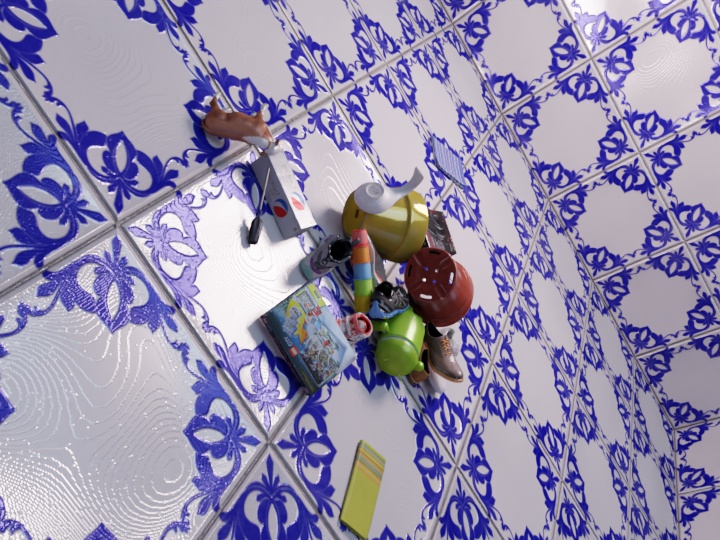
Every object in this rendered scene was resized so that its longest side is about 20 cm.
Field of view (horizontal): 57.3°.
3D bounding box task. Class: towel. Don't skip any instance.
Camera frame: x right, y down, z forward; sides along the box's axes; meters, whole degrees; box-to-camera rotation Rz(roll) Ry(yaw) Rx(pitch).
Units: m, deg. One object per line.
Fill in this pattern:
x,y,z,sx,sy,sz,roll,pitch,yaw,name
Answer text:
0.005,0.481,1.456,0.086,0.018,0.203,44,39,-21,towel
0.341,-0.415,2.530,0.198,0.023,0.149,29,46,-42,towel

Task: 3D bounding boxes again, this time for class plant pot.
0.206,0.036,1.813,0.195,0.195,0.207,46,29,-68,plant pot
0.057,-0.136,1.795,0.184,0.200,0.207,11,58,-33,plant pot

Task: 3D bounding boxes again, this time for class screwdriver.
-0.224,-0.150,1.504,0.029,0.027,0.205,31,58,-33,screwdriver

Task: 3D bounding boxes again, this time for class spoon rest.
0.074,-0.205,1.713,0.196,0.061,0.101,-24,62,-19,spoon rest

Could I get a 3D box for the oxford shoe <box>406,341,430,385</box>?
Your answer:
0.153,0.204,1.803,0.070,0.070,0.206,15,55,-47,oxford shoe

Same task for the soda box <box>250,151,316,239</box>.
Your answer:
-0.185,-0.183,1.583,0.068,0.063,0.205,-23,87,-57,soda box

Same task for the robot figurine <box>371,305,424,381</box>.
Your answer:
0.102,0.185,1.699,0.176,0.114,0.202,48,36,-21,robot figurine

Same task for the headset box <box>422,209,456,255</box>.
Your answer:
0.211,-0.112,2.091,0.198,0.076,0.153,3,67,-56,headset box

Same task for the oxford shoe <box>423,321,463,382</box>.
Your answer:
0.220,0.221,1.787,0.070,0.075,0.201,-4,37,-33,oxford shoe

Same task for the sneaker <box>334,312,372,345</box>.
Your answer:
-0.057,0.130,1.514,0.199,0.106,0.069,16,55,-49,sneaker

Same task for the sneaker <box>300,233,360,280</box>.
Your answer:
-0.050,-0.054,1.617,0.079,0.138,0.201,54,34,-12,sneaker

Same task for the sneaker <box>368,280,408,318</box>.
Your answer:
0.077,0.067,1.674,0.199,0.069,0.086,-20,115,-66,sneaker

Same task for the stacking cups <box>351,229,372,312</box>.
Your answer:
0.000,0.000,1.673,0.060,0.059,0.207,-11,96,-56,stacking cups

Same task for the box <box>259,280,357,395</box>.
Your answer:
-0.111,0.146,1.431,0.135,0.037,0.204,-34,98,-24,box

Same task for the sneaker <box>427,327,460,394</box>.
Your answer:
0.233,0.246,1.861,0.074,0.098,0.205,38,42,-37,sneaker

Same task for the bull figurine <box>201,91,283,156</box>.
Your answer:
-0.266,-0.335,1.518,0.194,0.066,0.124,14,50,-20,bull figurine

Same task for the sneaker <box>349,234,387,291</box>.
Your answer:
0.025,-0.020,1.750,0.082,0.075,0.205,-53,133,-55,sneaker
